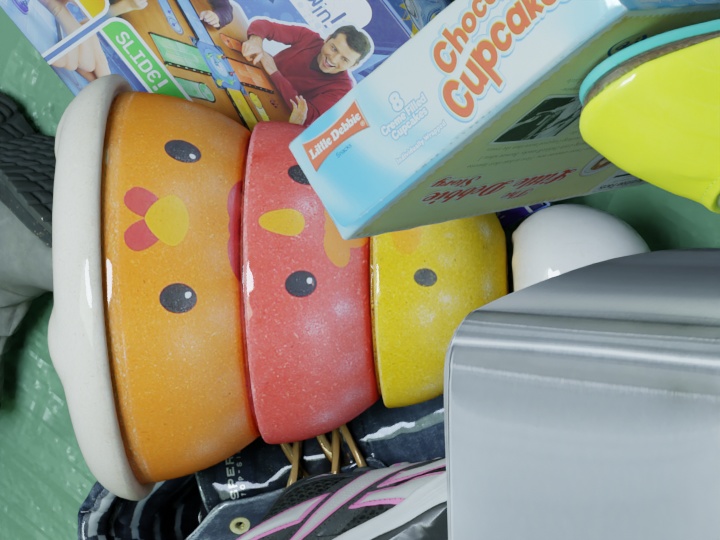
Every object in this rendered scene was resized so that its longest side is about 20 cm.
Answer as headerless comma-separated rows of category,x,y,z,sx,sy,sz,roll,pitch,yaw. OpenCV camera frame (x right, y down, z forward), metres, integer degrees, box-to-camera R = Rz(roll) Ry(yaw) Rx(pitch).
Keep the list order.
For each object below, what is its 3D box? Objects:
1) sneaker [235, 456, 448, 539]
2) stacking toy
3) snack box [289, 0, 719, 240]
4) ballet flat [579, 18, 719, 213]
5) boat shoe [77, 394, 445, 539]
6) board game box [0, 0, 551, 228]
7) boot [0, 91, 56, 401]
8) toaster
sneaker,0.016,0.090,0.843,0.086,0.200,0.080,-139,34,-59
stacking toy,0.000,0.000,0.841,0.200,0.146,0.146,-4,97,4
snack box,0.081,-0.064,0.750,0.116,0.200,0.037,-39,74,34
ballet flat,0.152,-0.038,0.706,0.067,0.200,0.067,-45,60,46
boat shoe,-0.013,0.070,0.901,0.200,0.091,0.071,-34,65,35
board game box,-0.037,-0.079,0.883,0.135,0.034,0.200,-28,107,35
boot,-0.144,0.008,1.017,0.200,0.068,0.131,33,123,33
toaster,0.121,0.079,0.760,0.118,0.181,0.200,5,102,37
